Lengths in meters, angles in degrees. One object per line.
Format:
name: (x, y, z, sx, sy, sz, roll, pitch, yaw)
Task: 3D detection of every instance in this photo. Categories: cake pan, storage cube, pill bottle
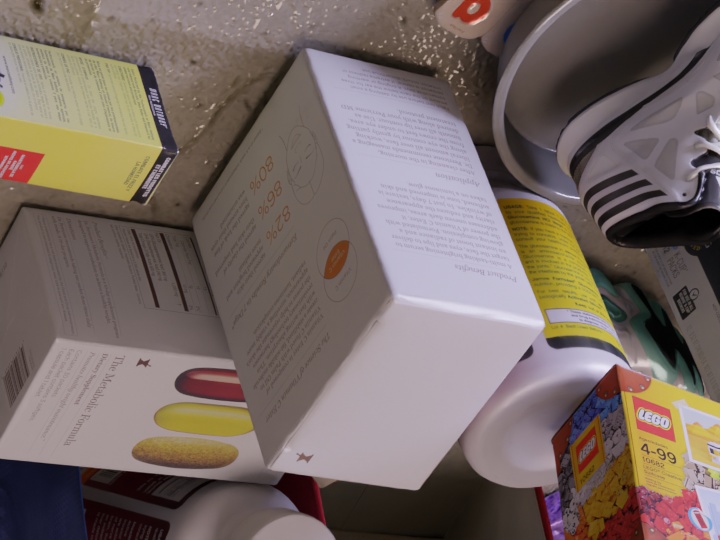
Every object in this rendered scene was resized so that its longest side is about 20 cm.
cake pan: (0.168, -0.122, 1.694, 0.199, 0.037, 0.201, -13, 139, -11)
storage cube: (0.018, 0.211, 1.916, 0.170, 0.201, 0.180, 7, 137, -22)
pill bottle: (-0.104, 0.184, 1.818, 0.113, 0.200, 0.114, -5, 98, -37)
pill bottle: (0.089, 0.023, 1.726, 0.112, 0.201, 0.113, -11, 140, -10)

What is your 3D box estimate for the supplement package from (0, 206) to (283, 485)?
supplement package: (-0.126, 0.048, 1.735, 0.199, 0.110, 0.114, 8, 134, -30)

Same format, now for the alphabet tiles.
alphabet tiles: (0.143, -0.194, 1.646, 0.200, 0.015, 0.196, 22, 122, -40)

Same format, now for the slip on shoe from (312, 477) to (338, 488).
slip on shoe: (0.006, 0.081, 1.780, 0.076, 0.061, 0.200, -26, -174, 22)

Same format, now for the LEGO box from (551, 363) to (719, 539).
LEGO box: (0.217, 0.159, 1.626, 0.199, 0.149, 0.077, 21, 129, -22)

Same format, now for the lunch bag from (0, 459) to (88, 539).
lunch bag: (-0.257, 0.168, 1.748, 0.132, 0.201, 0.136, 19, 132, -34)

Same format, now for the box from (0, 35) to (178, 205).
box: (-0.203, -0.091, 1.573, 0.199, 0.075, 0.050, 10, 133, -33)

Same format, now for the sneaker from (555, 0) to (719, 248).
sneaker: (0.216, -0.081, 1.642, 0.200, 0.116, 0.076, -37, 137, 16)

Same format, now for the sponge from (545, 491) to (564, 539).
sponge: (0.082, 0.236, 2.100, 0.199, 0.030, 0.112, -23, 140, 3)

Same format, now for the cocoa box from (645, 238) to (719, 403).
cocoa box: (0.296, 0.035, 1.825, 0.131, 0.201, 0.133, -41, 134, 23)

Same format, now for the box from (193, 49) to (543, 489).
box: (0.000, 0.000, 1.651, 0.106, 0.201, 0.152, 10, 133, -32)

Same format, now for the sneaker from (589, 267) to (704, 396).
sneaker: (0.126, 0.062, 1.893, 0.140, 0.078, 0.200, -38, 128, 23)
